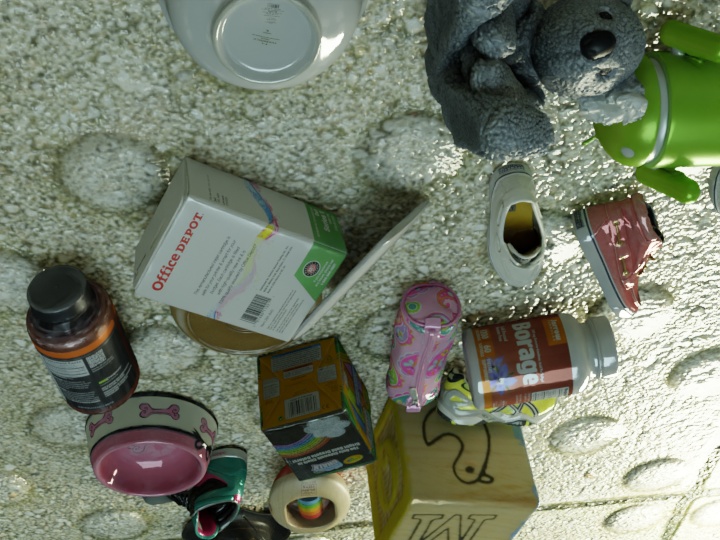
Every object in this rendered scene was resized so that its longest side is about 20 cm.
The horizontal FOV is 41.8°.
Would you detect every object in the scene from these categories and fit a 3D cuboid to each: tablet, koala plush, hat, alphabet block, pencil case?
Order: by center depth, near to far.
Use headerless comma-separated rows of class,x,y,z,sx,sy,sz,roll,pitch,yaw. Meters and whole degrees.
koala plush,0.170,-0.203,0.866,0.198,0.184,0.180,-13,100,-8
tablet,0.000,0.000,1.114,0.014,0.130,0.200,45,126,1
pencil case,0.082,0.105,1.267,0.086,0.088,0.201,0,138,-8
alphabet block,0.130,0.313,1.436,0.198,0.197,0.197,4,137,-15
hat,-0.221,0.499,1.685,0.198,0.082,0.202,-4,141,-3

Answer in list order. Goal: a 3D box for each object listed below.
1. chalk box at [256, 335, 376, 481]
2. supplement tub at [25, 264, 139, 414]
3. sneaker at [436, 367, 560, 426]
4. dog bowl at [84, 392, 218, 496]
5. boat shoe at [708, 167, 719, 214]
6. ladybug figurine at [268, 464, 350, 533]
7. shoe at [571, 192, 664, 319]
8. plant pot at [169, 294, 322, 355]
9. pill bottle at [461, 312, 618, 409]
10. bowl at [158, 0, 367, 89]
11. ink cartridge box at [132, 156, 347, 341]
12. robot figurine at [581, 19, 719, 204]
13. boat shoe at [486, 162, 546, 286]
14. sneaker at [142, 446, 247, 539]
chalk box,-0.054,0.208,1.338,0.123,0.125,0.201,-15,140,8
supplement tub,-0.344,0.083,1.160,0.106,0.108,0.201,-6,139,-1
sneaker,0.210,0.180,1.383,0.198,0.075,0.077,-2,115,-23
dog bowl,-0.311,0.267,1.405,0.197,0.074,0.201,-4,139,-4
boat shoe,0.457,-0.115,1.063,0.074,0.087,0.203,-1,139,-7
ladybug figurine,-0.085,0.364,1.554,0.134,0.073,0.201,-3,140,-5
shoe,0.338,-0.015,1.173,0.090,0.072,0.200,-19,134,22
plant pot,-0.147,0.052,1.215,0.197,0.028,0.201,-4,140,-3
pill bottle,0.243,0.119,1.286,0.197,0.113,0.113,-10,140,2
bowl,-0.084,-0.232,0.843,0.198,0.091,0.202,-5,140,-4
ink cartridge box,-0.139,-0.021,1.067,0.198,0.084,0.145,20,121,-27
robot figurine,0.328,-0.164,0.962,0.197,0.116,0.177,-1,123,-5
boat shoe,0.191,-0.035,1.129,0.070,0.070,0.201,-9,139,2
sneaker,-0.264,0.368,1.493,0.198,0.122,0.084,-24,138,19
